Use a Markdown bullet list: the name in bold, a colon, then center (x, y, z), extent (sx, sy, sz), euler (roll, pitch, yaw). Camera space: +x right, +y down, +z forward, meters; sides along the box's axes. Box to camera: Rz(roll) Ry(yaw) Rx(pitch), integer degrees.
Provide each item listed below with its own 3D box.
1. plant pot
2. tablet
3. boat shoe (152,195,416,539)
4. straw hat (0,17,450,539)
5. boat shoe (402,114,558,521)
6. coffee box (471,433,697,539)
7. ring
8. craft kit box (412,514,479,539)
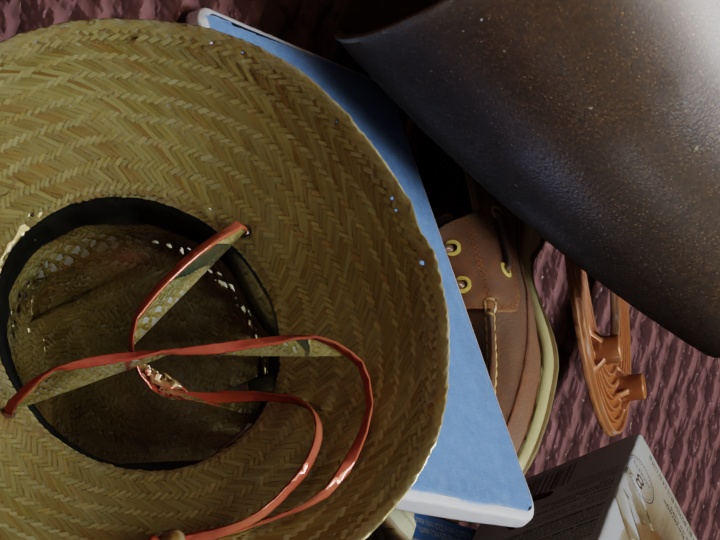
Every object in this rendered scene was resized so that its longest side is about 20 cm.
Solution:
- **plant pot**: center (0.121, -0.069, 0.950), extent (0.200, 0.187, 0.187), euler (54, 44, -15)
- **tablet**: center (0.000, 0.000, 0.886), extent (0.130, 0.014, 0.200), euler (17, 49, -53)
- **boat shoe**: center (-0.030, 0.041, 0.889), extent (0.200, 0.072, 0.065), euler (48, 55, -44)
- **straw hat**: center (-0.071, 0.027, 0.754), extent (0.085, 0.201, 0.201), euler (96, 10, -69)
- **boat shoe**: center (0.036, 0.010, 0.980), extent (0.068, 0.072, 0.200), euler (37, 42, -35)
- **coffee box**: center (0.090, 0.167, 0.962), extent (0.114, 0.080, 0.200), euler (60, 24, -12)
- **ring**: center (0.115, -0.023, 1.106), extent (0.200, 0.019, 0.201), euler (-7, 90, -78)
- **craft kit box**: center (0.064, 0.213, 1.019), extent (0.200, 0.048, 0.198), euler (26, 44, -57)
